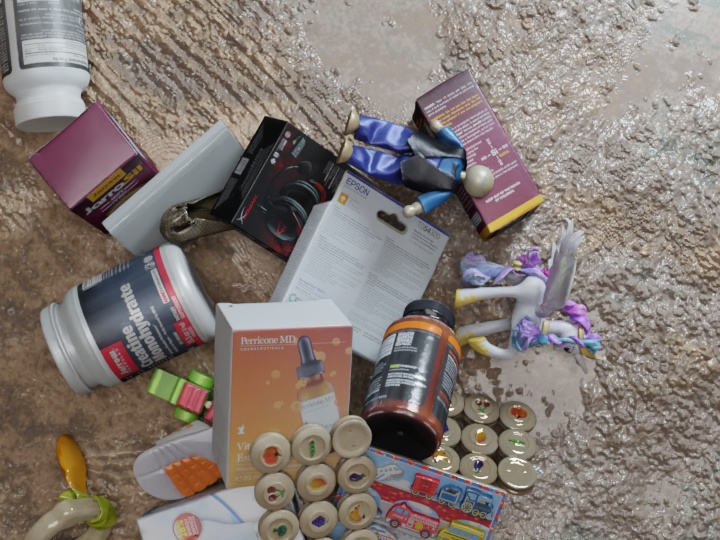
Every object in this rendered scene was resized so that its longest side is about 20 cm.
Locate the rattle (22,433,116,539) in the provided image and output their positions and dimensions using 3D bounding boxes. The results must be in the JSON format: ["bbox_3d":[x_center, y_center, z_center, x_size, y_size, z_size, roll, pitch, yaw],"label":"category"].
[{"bbox_3d":[-0.423,0.341,1.584,0.143,0.130,0.201,45,114,15],"label":"rattle"}]

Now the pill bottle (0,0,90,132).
[{"bbox_3d":[-0.424,-0.294,1.611,0.115,0.116,0.203,-7,86,0],"label":"pill bottle"}]

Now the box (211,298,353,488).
[{"bbox_3d":[-0.097,0.147,1.464,0.150,0.106,0.203,-2,106,-16],"label":"box"}]

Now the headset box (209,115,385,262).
[{"bbox_3d":[-0.072,-0.084,1.572,0.199,0.075,0.150,33,84,-32],"label":"headset box"}]

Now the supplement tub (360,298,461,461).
[{"bbox_3d":[0.069,0.132,1.518,0.106,0.108,0.201,17,49,2],"label":"supplement tub"}]

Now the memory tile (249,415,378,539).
[{"bbox_3d":[-0.052,0.277,1.448,0.151,0.017,0.203,-9,109,-13],"label":"memory tile"}]

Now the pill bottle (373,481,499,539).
[{"bbox_3d":[0.072,0.303,1.556,0.197,0.114,0.116,12,85,2],"label":"pill bottle"}]

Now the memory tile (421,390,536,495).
[{"bbox_3d":[0.130,0.213,1.556,0.197,0.017,0.154,11,42,1],"label":"memory tile"}]

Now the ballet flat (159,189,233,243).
[{"bbox_3d":[-0.172,-0.084,1.585,0.198,0.046,0.068,-17,67,-31],"label":"ballet flat"}]

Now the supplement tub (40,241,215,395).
[{"bbox_3d":[-0.298,0.064,1.567,0.198,0.140,0.142,-26,85,-2],"label":"supplement tub"}]

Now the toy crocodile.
[{"bbox_3d":[-0.190,0.185,1.595,0.198,0.062,0.068,28,86,3],"label":"toy crocodile"}]

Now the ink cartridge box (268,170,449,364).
[{"bbox_3d":[0.000,0.000,1.569,0.195,0.043,0.202,30,83,-33],"label":"ink cartridge box"}]

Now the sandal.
[{"bbox_3d":[-0.191,0.227,1.549,0.205,0.059,0.080,-22,108,-9],"label":"sandal"}]

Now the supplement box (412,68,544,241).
[{"bbox_3d":[0.153,-0.150,1.594,0.085,0.110,0.202,-29,86,-2],"label":"supplement box"}]

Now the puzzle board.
[{"bbox_3d":[0.064,0.308,1.490,0.198,0.017,0.152,18,109,0],"label":"puzzle board"}]

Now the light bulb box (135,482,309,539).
[{"bbox_3d":[-0.160,0.374,1.548,0.198,0.125,0.201,-19,85,-2],"label":"light bulb box"}]

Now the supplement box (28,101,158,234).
[{"bbox_3d":[-0.331,-0.126,1.544,0.110,0.200,0.086,-40,83,-3],"label":"supplement box"}]

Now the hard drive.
[{"bbox_3d":[-0.232,-0.096,1.585,0.200,0.132,0.026,-42,63,-3],"label":"hard drive"}]

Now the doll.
[{"bbox_3d":[0.071,-0.132,1.510,0.198,0.048,0.138,16,73,-7],"label":"doll"}]

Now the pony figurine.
[{"bbox_3d":[0.225,0.032,1.571,0.197,0.167,0.196,5,101,10],"label":"pony figurine"}]
